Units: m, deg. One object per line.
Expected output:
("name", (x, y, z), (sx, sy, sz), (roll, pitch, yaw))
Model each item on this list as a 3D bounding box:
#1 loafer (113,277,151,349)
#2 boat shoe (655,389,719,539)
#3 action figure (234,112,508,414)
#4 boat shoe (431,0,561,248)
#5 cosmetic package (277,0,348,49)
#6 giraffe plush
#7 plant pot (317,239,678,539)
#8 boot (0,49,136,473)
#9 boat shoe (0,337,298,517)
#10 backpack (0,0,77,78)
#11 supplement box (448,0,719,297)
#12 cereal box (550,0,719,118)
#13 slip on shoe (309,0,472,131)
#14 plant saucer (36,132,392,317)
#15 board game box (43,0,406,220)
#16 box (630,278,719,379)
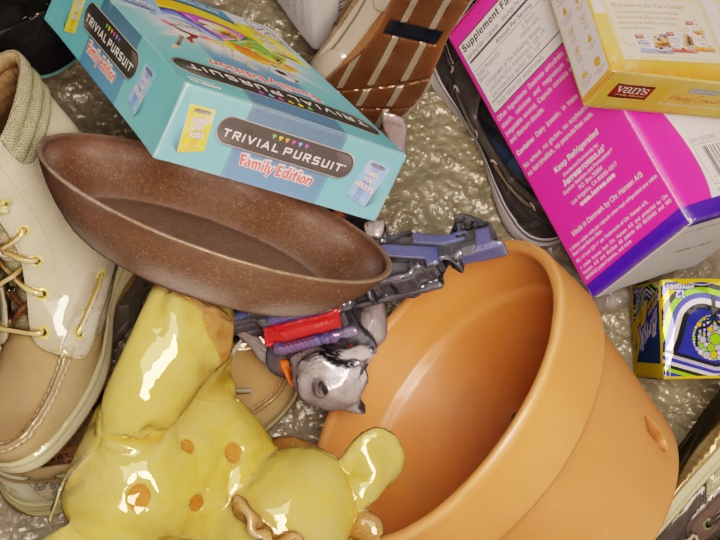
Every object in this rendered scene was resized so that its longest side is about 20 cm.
("loafer", (-0.147, -0.024, 1.018), (0.063, 0.072, 0.200), (30, 71, 14))
("boat shoe", (0.214, 0.134, 0.966), (0.066, 0.072, 0.201), (37, 94, 0))
("action figure", (0.000, 0.000, 0.976), (0.199, 0.105, 0.194), (-7, 53, 16))
("boat shoe", (0.094, -0.113, 1.077), (0.069, 0.066, 0.201), (-14, 71, -11))
("cosmetic package", (0.011, -0.289, 1.071), (0.199, 0.165, 0.165), (-28, 62, -15))
("giraffe plush", (-0.068, 0.109, 0.855), (0.161, 0.173, 0.200), (25, 29, -7))
("plant pot", (0.087, 0.104, 0.927), (0.140, 0.200, 0.201), (38, 66, -24))
("boot", (-0.195, -0.004, 0.897), (0.072, 0.155, 0.201), (5, 63, 29))
("boat shoe", (-0.126, 0.091, 0.975), (0.199, 0.063, 0.074), (-25, 72, -15))
("backpack", (-0.206, -0.231, 1.037), (0.153, 0.176, 0.200), (31, 68, 25))
("supplement box", (0.157, -0.100, 0.998), (0.101, 0.103, 0.201), (-14, 71, -38))
("cereal box", (0.173, -0.186, 0.967), (0.143, 0.040, 0.201), (2, 60, -27))
("slip on shoe", (0.017, -0.161, 1.029), (0.076, 0.200, 0.061), (10, 50, -22))
("plant saucer", (-0.081, -0.021, 0.861), (0.199, 0.200, 0.037), (22, 103, 3))
("board game box", (-0.084, -0.110, 0.950), (0.150, 0.047, 0.200), (15, 21, -36))
("box", (0.279, 0.037, 1.030), (0.198, 0.070, 0.065), (-1, 87, -6))
